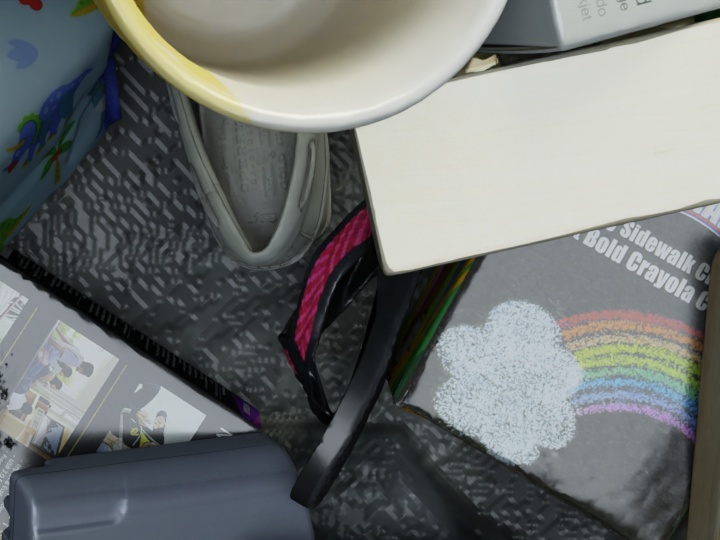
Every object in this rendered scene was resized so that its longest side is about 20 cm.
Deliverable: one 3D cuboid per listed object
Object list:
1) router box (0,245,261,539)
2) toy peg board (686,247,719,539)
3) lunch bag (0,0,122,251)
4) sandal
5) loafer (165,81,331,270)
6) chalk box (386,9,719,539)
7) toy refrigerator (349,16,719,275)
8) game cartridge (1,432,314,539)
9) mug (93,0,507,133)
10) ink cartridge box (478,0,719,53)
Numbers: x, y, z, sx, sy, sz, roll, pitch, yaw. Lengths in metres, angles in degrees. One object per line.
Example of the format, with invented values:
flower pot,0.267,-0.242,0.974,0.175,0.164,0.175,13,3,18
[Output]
router box,-0.154,0.104,1.100,0.149,0.051,0.201,34,92,-6
toy peg board,0.232,0.080,1.023,0.198,0.098,0.201,-13,119,-30
lunch bag,-0.212,-0.083,1.023,0.200,0.128,0.170,35,62,11
sandal,0.000,0.000,1.069,0.045,0.075,0.201,19,70,-2
loafer,-0.047,-0.100,1.075,0.069,0.070,0.201,-10,95,6
chalk box,0.109,-0.011,1.066,0.124,0.124,0.201,30,93,-4
toy refrigerator,0.097,-0.055,0.964,0.199,0.076,0.070,-13,94,0
game cartridge,-0.081,0.166,1.079,0.132,0.041,0.201,-8,113,-31
mug,-0.051,-0.131,0.934,0.186,0.153,0.150,26,87,-14
ink cartridge box,0.125,-0.172,0.961,0.199,0.083,0.147,-17,101,-21
